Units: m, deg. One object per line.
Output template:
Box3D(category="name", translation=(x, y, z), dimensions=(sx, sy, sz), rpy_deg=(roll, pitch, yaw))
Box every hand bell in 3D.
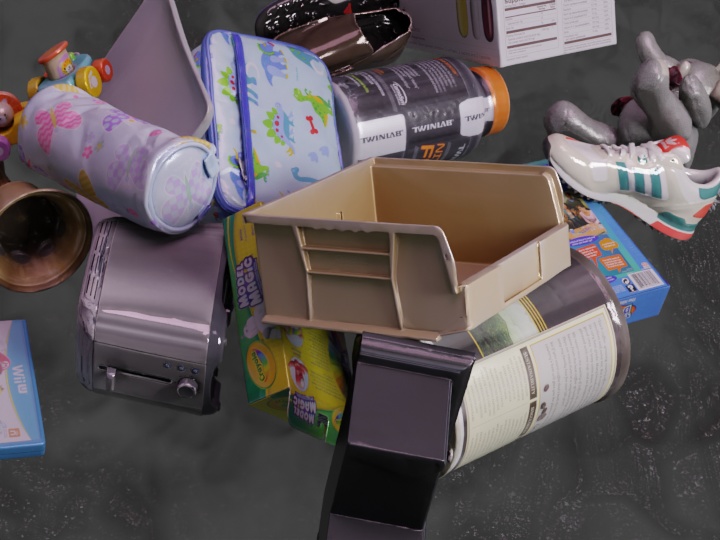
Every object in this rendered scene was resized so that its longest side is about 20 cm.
Box3D(category="hand bell", translation=(-0.333, -0.075, 1.577), dimensions=(0.103, 0.105, 0.200), rpy_deg=(-14, 37, -26))

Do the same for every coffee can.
Box3D(category="coffee can", translation=(0.113, 0.077, 1.471), dimensions=(0.199, 0.147, 0.147), rpy_deg=(-21, 53, -31))

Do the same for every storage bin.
Box3D(category="storage bin", translation=(0.044, -0.022, 1.390), dimensions=(0.197, 0.095, 0.199), rpy_deg=(4, 18, 32))

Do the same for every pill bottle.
Box3D(category="pill bottle", translation=(0.054, -0.158, 1.728), dimensions=(0.198, 0.107, 0.107), rpy_deg=(-14, 49, -27))

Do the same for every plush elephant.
Box3D(category="plush elephant", translation=(0.324, -0.178, 1.787), dimensions=(0.199, 0.164, 0.156), rpy_deg=(35, 54, -19))

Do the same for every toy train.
Box3D(category="toy train", translation=(-0.335, -0.167, 1.608), dimensions=(0.199, 0.056, 0.150), rpy_deg=(-36, 32, -20))

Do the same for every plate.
Box3D(category="plate", translation=(-0.207, -0.138, 1.597), dimensions=(0.032, 0.200, 0.201), rpy_deg=(19, 34, -37))

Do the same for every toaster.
Box3D(category="toaster", translation=(-0.174, 0.029, 1.473), dimensions=(0.127, 0.114, 0.201), rpy_deg=(7, 44, -3))

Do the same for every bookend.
Box3D(category="bookend", translation=(0.020, 0.191, 1.291), dimensions=(0.091, 0.201, 0.200), rpy_deg=(10, 42, -3))

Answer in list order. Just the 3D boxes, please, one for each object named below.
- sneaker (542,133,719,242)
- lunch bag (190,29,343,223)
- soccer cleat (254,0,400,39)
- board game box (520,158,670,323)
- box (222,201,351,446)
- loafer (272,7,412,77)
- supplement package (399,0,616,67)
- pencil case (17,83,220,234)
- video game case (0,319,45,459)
Box3D(category="sneaker", translation=(0.276, -0.108, 1.700), dimensions=(0.198, 0.094, 0.071), rpy_deg=(25, 27, -22))
Box3D(category="lunch bag", translation=(-0.097, -0.121, 1.607), dimensions=(0.159, 0.082, 0.202), rpy_deg=(12, 62, -34))
Box3D(category="soccer cleat", translation=(-0.043, -0.292, 1.885), dimensions=(0.199, 0.069, 0.073), rpy_deg=(-26, 31, -29))
Box3D(category="board game box", translation=(0.185, -0.022, 1.666), dimensions=(0.151, 0.045, 0.201), rpy_deg=(-13, 50, -26))
Box3D(category="box", translation=(-0.057, 0.055, 1.451), dimensions=(0.117, 0.048, 0.202), rpy_deg=(31, 41, -53))
Box3D(category="loafer", translation=(-0.025, -0.245, 1.809), dimensions=(0.199, 0.071, 0.074), rpy_deg=(-25, 81, -35))
Box3D(category="supplement package", translation=(0.154, -0.297, 1.835), dimensions=(0.154, 0.112, 0.199), rpy_deg=(-14, 19, -27))
Box3D(category="pencil case", translation=(-0.214, -0.102, 1.491), dimensions=(0.199, 0.083, 0.091), rpy_deg=(23, 70, 37))
Box3D(category="video game case", translation=(-0.370, 0.103, 1.414), dimensions=(0.198, 0.018, 0.144), rpy_deg=(-3, 45, -18))
